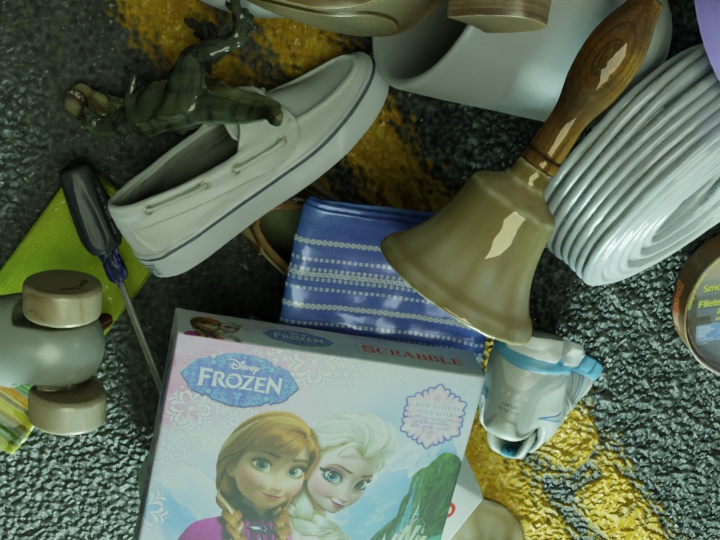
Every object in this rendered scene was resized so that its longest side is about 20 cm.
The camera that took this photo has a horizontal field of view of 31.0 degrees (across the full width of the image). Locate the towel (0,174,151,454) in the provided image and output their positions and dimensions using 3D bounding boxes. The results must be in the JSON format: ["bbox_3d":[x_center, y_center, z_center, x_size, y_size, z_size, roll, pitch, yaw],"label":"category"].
[{"bbox_3d":[-0.214,0.030,0.879,0.086,0.018,0.200,34,102,-23],"label":"towel"}]

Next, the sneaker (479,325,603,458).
[{"bbox_3d":[0.113,0.083,0.880,0.074,0.200,0.087,19,89,19],"label":"sneaker"}]

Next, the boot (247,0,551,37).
[{"bbox_3d":[0.021,-0.210,0.700,0.076,0.199,0.157,7,88,-56],"label":"boot"}]

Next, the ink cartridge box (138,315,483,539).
[{"bbox_3d":[-0.036,0.151,0.928,0.199,0.086,0.147,33,101,-20],"label":"ink cartridge box"}]

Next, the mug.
[{"bbox_3d":[0.117,-0.175,0.796,0.152,0.150,0.187,18,115,-26],"label":"mug"}]

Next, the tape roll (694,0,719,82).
[{"bbox_3d":[0.288,-0.168,0.725,0.199,0.085,0.202,-2,95,-30],"label":"tape roll"}]

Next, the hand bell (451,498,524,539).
[{"bbox_3d":[0.098,0.264,0.938,0.103,0.200,0.105,-4,114,-9],"label":"hand bell"}]

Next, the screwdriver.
[{"bbox_3d":[-0.154,0.021,0.864,0.028,0.029,0.201,-19,112,0],"label":"screwdriver"}]

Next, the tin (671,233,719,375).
[{"bbox_3d":[0.330,0.016,0.971,0.198,0.042,0.113,-7,117,-8],"label":"tin"}]

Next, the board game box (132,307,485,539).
[{"bbox_3d":[-0.039,0.136,0.837,0.198,0.041,0.201,8,109,-13],"label":"board game box"}]

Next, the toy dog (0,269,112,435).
[{"bbox_3d":[-0.240,0.033,0.836,0.199,0.096,0.133,28,106,3],"label":"toy dog"}]

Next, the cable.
[{"bbox_3d":[0.205,-0.068,0.838,0.200,0.200,0.069,-43,71,15],"label":"cable"}]

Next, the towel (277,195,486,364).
[{"bbox_3d":[0.015,0.055,0.846,0.144,0.024,0.202,7,107,-14],"label":"towel"}]

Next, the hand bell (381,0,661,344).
[{"bbox_3d":[0.107,-0.068,0.738,0.104,0.104,0.201,27,107,-20],"label":"hand bell"}]

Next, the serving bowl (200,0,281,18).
[{"bbox_3d":[-0.053,-0.243,0.760,0.198,0.066,0.202,-1,112,-3],"label":"serving bowl"}]

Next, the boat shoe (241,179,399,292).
[{"bbox_3d":[0.000,0.000,0.878,0.199,0.074,0.076,26,105,-20],"label":"boat shoe"}]

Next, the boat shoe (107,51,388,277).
[{"bbox_3d":[-0.071,-0.082,0.816,0.199,0.072,0.066,-37,127,-5],"label":"boat shoe"}]

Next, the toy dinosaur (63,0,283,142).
[{"bbox_3d":[-0.098,-0.118,0.784,0.047,0.199,0.089,36,67,-42],"label":"toy dinosaur"}]
